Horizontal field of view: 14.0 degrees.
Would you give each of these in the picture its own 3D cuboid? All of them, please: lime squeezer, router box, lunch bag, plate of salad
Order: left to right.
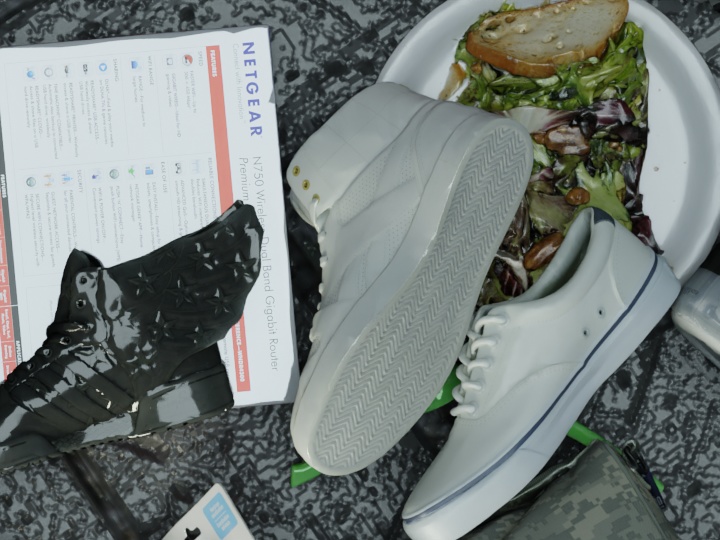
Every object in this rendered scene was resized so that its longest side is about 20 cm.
[{"bbox_3d":[-0.127,-0.021,1.533,0.179,0.049,0.200,-4,90,-3],"label":"router box"},{"bbox_3d":[0.064,0.083,1.547,0.200,0.038,0.071,2,87,-5],"label":"lime squeezer"},{"bbox_3d":[0.090,0.197,1.498,0.200,0.139,0.168,-28,81,-3],"label":"lunch bag"},{"bbox_3d":[0.099,-0.058,1.545,0.200,0.048,0.200,0,90,-4],"label":"plate of salad"}]

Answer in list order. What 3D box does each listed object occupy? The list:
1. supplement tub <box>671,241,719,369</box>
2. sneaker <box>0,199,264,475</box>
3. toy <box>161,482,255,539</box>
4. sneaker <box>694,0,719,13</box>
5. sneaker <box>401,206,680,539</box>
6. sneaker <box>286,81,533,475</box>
[{"bbox_3d":[0.265,-0.017,1.516,0.122,0.123,0.200,39,89,-2],"label":"supplement tub"},{"bbox_3d":[-0.138,0.037,1.480,0.199,0.060,0.104,-14,93,-8],"label":"sneaker"},{"bbox_3d":[-0.054,0.219,1.482,0.047,0.115,0.200,-28,80,-32],"label":"toy"},{"bbox_3d":[0.162,-0.190,1.531,0.200,0.066,0.091,14,77,-20],"label":"sneaker"},{"bbox_3d":[0.077,0.053,1.495,0.071,0.073,0.200,44,70,-12],"label":"sneaker"},{"bbox_3d":[0.000,0.000,1.497,0.074,0.116,0.200,33,84,-45],"label":"sneaker"}]
